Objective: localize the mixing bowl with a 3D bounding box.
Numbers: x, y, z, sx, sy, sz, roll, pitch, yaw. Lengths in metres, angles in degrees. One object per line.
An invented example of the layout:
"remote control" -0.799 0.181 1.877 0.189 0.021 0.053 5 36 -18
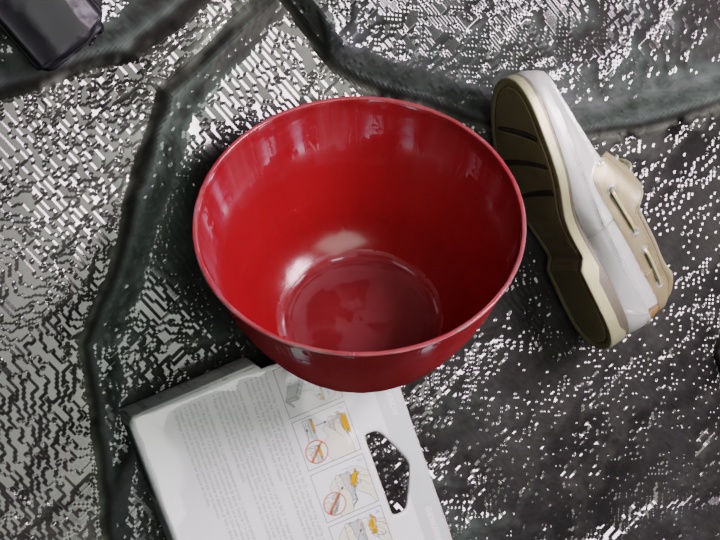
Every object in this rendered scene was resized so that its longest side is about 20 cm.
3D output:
"mixing bowl" 0.000 0.000 1.063 0.199 0.109 0.201 0 54 0

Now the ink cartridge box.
"ink cartridge box" -0.042 0.151 1.121 0.173 0.044 0.201 -22 101 -16

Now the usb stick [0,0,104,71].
"usb stick" -0.234 -0.207 1.028 0.055 0.033 0.200 -41 106 -3

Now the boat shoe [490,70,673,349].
"boat shoe" 0.149 -0.050 1.152 0.068 0.075 0.201 -30 111 -19
